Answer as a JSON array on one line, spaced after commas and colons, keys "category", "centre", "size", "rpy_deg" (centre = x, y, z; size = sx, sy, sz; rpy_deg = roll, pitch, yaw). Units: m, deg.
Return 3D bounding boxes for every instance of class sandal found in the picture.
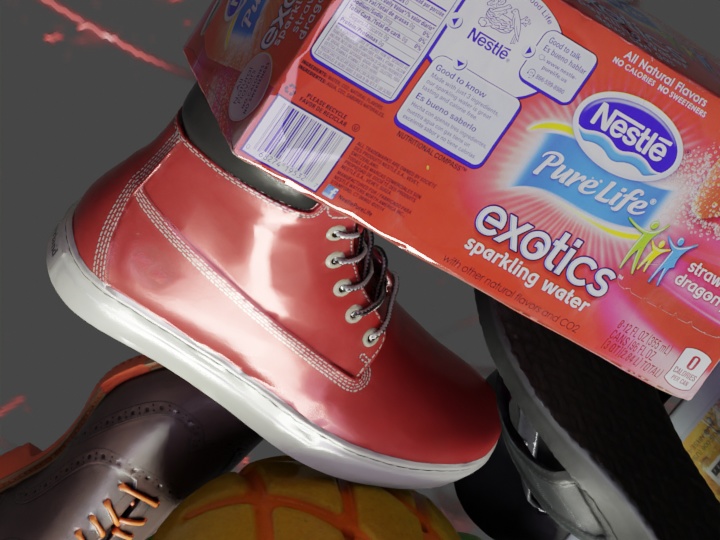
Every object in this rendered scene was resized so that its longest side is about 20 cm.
[{"category": "sandal", "centre": [0.092, 0.055, 1.077], "size": [0.076, 0.043, 0.200], "rpy_deg": [15, 137, -13]}, {"category": "sandal", "centre": [0.090, 0.077, 1.005], "size": [0.048, 0.075, 0.201], "rpy_deg": [-32, 87, 34]}]

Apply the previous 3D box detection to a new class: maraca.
[{"category": "maraca", "centre": [-0.003, 0.129, 1.085], "size": [0.199, 0.137, 0.108], "rpy_deg": [0, 111, -45]}]

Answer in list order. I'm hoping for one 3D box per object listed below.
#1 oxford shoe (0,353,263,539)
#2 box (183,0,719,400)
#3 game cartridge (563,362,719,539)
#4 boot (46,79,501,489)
[{"category": "oxford shoe", "centre": [-0.099, 0.096, 1.111], "size": [0.071, 0.073, 0.200], "rpy_deg": [33, 130, -28]}, {"category": "box", "centre": [0.052, -0.053, 0.898], "size": [0.199, 0.096, 0.100], "rpy_deg": [28, 106, -25]}, {"category": "game cartridge", "centre": [0.173, 0.097, 1.033], "size": [0.041, 0.133, 0.200], "rpy_deg": [-3, 135, -55]}, {"category": "boot", "centre": [0.000, 0.000, 1.004], "size": [0.199, 0.073, 0.144], "rpy_deg": [30, 130, -22]}]
